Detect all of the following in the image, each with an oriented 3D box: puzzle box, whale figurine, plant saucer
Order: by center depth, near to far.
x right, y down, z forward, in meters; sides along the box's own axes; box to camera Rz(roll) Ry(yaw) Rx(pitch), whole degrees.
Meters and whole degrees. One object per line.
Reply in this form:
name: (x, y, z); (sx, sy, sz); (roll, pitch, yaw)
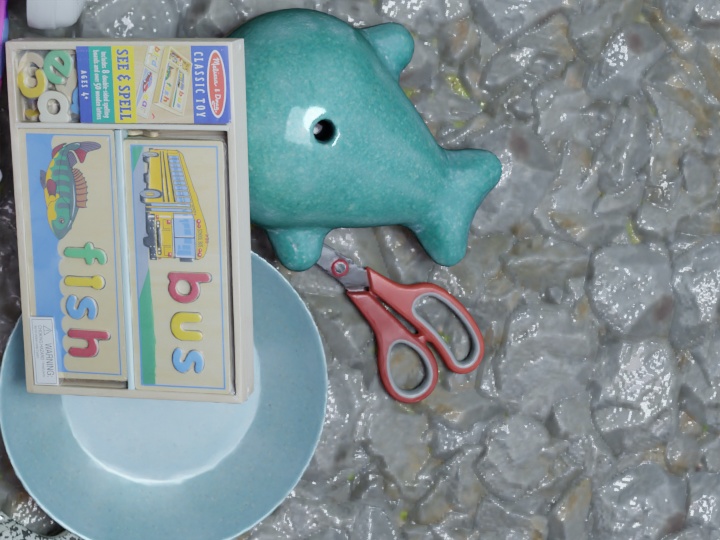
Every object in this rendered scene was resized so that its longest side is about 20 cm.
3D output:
puzzle box: (-0.126, -0.027, 0.833); (0.131, 0.025, 0.203); (1, 103, 11)
whale figurine: (-0.003, -0.070, 0.882); (0.198, 0.104, 0.160); (27, 91, -19)
plant saucer: (-0.119, 0.072, 0.916); (0.198, 0.039, 0.204); (-2, 101, -12)

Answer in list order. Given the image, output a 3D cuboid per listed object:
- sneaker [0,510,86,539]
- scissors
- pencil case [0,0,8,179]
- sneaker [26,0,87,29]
sneaker: (-0.251, 0.149, 0.894); (0.199, 0.077, 0.089); (29, 74, -20)
scissors: (0.000, 0.000, 0.945); (0.073, 0.014, 0.200); (-40, 105, -1)
pencil case: (-0.232, -0.115, 0.833); (0.087, 0.088, 0.203); (2, 100, -13)
sneaker: (-0.109, -0.216, 0.805); (0.114, 0.074, 0.202); (14, 98, -12)
